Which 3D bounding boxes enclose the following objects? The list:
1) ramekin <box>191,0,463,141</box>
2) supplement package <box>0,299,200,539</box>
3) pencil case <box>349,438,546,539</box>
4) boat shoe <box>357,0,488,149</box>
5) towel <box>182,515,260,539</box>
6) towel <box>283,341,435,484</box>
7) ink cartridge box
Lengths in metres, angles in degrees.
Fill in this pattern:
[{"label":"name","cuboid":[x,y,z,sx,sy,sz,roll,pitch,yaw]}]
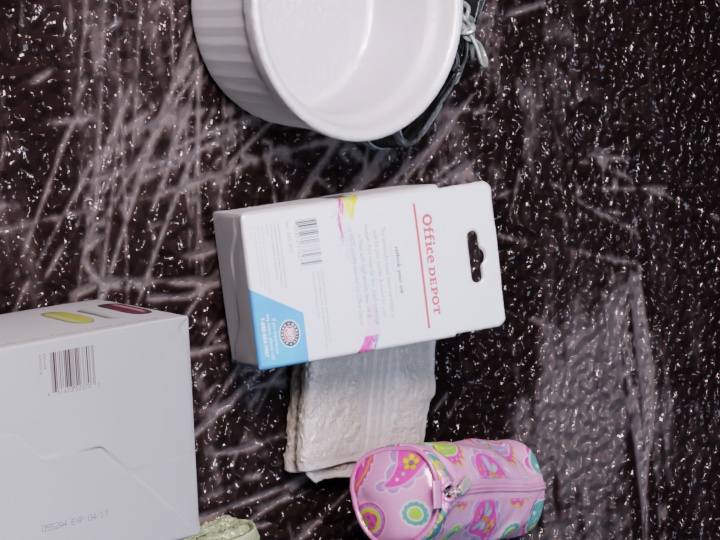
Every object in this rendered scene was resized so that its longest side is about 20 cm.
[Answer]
[{"label":"ramekin","cuboid":[-0.029,-0.196,1.593,0.200,0.098,0.201,-4,97,-41]},{"label":"supplement package","cuboid":[-0.221,0.112,1.447,0.200,0.111,0.156,-10,101,-41]},{"label":"pencil case","cuboid":[0.072,0.174,1.696,0.200,0.087,0.088,8,89,-60]},{"label":"boat shoe","cuboid":[0.061,-0.180,1.692,0.074,0.068,0.200,49,64,-34]},{"label":"towel","cuboid":[-0.145,0.273,1.581,0.200,0.036,0.149,-18,107,-39]},{"label":"towel","cuboid":[0.002,0.063,1.689,0.132,0.034,0.201,0,94,-42]},{"label":"ink cartridge box","cuboid":[0.000,0.000,1.615,0.199,0.068,0.116,-9,95,-21]}]
